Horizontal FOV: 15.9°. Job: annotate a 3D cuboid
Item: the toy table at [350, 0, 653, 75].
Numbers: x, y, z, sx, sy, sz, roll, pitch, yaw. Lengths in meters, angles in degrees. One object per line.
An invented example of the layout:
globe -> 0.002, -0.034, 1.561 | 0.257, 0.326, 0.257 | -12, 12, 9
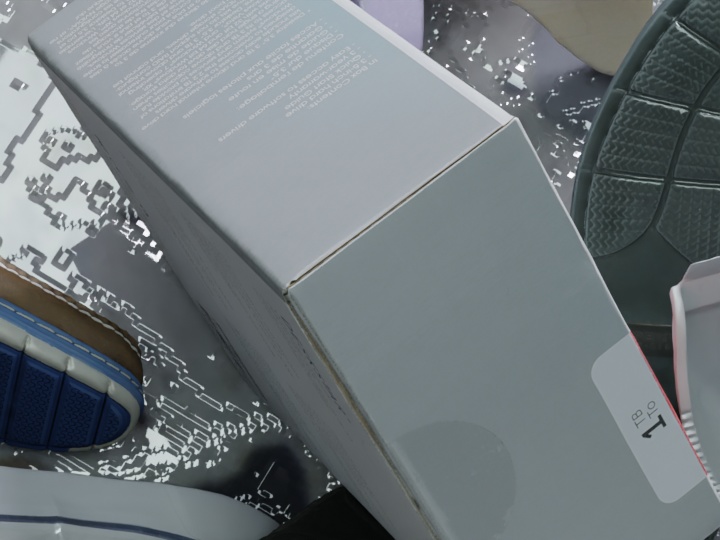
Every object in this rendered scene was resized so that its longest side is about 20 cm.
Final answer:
toy table -> 0.041, -0.140, 0.847 | 0.117, 0.184, 0.200 | -7, 45, -6

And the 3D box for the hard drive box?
hard drive box -> 0.000, 0.000, 0.754 | 0.077, 0.156, 0.200 | -36, 35, -8

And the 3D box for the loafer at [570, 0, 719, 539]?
loafer -> 0.099, -0.004, 0.812 | 0.072, 0.063, 0.200 | 12, 108, 3

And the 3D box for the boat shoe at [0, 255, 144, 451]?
boat shoe -> -0.155, -0.009, 0.841 | 0.200, 0.072, 0.072 | 25, 53, -4

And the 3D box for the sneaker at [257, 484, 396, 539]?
sneaker -> -0.010, 0.133, 0.812 | 0.199, 0.114, 0.076 | -23, 53, -39

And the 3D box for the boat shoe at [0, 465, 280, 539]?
boat shoe -> -0.109, 0.096, 0.780 | 0.200, 0.074, 0.066 | 10, 72, -36

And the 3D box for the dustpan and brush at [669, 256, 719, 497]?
dustpan and brush -> 0.161, 0.061, 0.783 | 0.139, 0.200, 0.057 | -14, 56, -6
